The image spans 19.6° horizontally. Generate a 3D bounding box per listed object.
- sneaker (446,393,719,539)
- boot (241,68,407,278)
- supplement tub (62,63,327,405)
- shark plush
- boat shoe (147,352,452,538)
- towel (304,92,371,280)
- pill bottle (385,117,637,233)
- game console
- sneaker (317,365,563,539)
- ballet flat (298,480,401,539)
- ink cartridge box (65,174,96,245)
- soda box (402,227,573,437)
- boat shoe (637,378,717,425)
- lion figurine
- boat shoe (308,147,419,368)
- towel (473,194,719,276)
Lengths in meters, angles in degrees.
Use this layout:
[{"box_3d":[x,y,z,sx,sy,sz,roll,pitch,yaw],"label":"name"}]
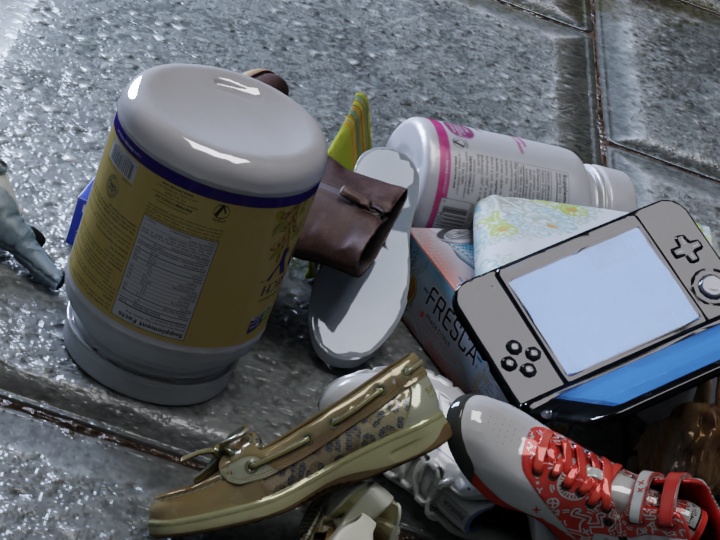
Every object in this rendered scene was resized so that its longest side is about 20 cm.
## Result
[{"box_3d":[0.154,0.137,1.348,0.201,0.108,0.067,44,49,-23],"label":"sneaker"},{"box_3d":[-0.043,-0.072,1.568,0.166,0.072,0.200,14,42,13],"label":"boot"},{"box_3d":[-0.118,-0.024,1.418,0.145,0.200,0.145,17,29,-9],"label":"supplement tub"},{"box_3d":[-0.299,-0.045,1.513,0.200,0.091,0.083,45,50,-1],"label":"shark plush"},{"box_3d":[-0.044,0.113,1.301,0.200,0.063,0.073,-20,2,-14],"label":"boat shoe"},{"box_3d":[-0.019,-0.071,1.698,0.018,0.086,0.200,1,26,13],"label":"towel"},{"box_3d":[0.121,-0.055,1.733,0.200,0.113,0.113,11,30,-21],"label":"pill bottle"},{"box_3d":[0.192,0.024,1.437,0.200,0.116,0.176,-21,64,-20],"label":"game console"},{"box_3d":[0.060,0.131,1.416,0.200,0.075,0.087,25,33,6],"label":"sneaker"},{"box_3d":[-0.009,0.174,1.285,0.068,0.075,0.200,29,28,1],"label":"ballet flat"},{"box_3d":[-0.152,-0.063,1.626,0.094,0.044,0.200,22,29,1],"label":"ink cartridge box"},{"box_3d":[0.095,0.048,1.590,0.068,0.064,0.200,2,35,-33],"label":"soda box"},{"box_3d":[0.285,0.089,1.648,0.200,0.072,0.066,4,22,-25],"label":"boat shoe"},{"box_3d":[0.292,0.137,1.562,0.200,0.072,0.123,17,61,-23],"label":"lion figurine"},{"box_3d":[-0.003,-0.001,1.595,0.074,0.068,0.200,13,54,-8],"label":"boat shoe"},{"box_3d":[0.185,0.005,1.590,0.200,0.048,0.171,8,25,-2],"label":"towel"}]
